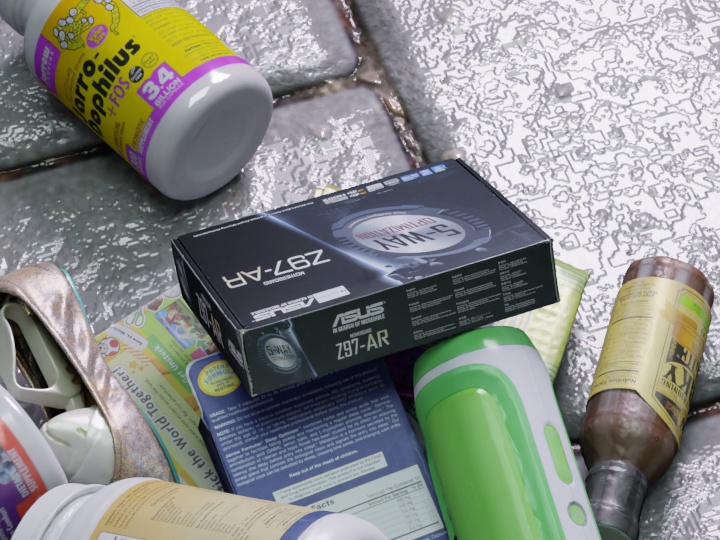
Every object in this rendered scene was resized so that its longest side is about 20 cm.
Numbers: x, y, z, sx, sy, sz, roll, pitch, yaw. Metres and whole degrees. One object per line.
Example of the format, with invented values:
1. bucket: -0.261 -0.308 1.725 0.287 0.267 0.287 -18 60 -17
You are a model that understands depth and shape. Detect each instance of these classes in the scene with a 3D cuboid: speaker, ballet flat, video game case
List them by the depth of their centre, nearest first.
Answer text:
1. speaker: 0.092 0.138 1.418 0.088 0.089 0.201 -12 66 -9
2. ballet flat: -0.180 0.084 1.486 0.067 0.068 0.200 -7 54 -43
3. video game case: -0.058 0.077 1.534 0.182 0.023 0.200 -33 61 -22

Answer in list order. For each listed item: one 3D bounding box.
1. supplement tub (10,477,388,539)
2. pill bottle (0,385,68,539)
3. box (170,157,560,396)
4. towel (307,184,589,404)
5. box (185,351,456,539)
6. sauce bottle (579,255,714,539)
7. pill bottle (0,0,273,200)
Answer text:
1. supplement tub: -0.090 0.194 1.352 0.199 0.145 0.145 7 52 28
2. pill bottle: -0.278 0.157 1.420 0.200 0.112 0.111 -36 61 -23
3. box: 0.000 0.000 1.474 0.199 0.044 0.160 -16 25 -13
4. towel: 0.035 0.024 1.544 0.199 0.023 0.144 16 55 10
5. box: -0.018 0.130 1.456 0.121 0.032 0.201 -19 74 -14
6. sauce bottle: 0.172 0.086 1.501 0.064 0.065 0.201 13 57 10
7. pill bottle: -0.159 -0.143 1.644 0.104 0.105 0.200 -37 61 -24
